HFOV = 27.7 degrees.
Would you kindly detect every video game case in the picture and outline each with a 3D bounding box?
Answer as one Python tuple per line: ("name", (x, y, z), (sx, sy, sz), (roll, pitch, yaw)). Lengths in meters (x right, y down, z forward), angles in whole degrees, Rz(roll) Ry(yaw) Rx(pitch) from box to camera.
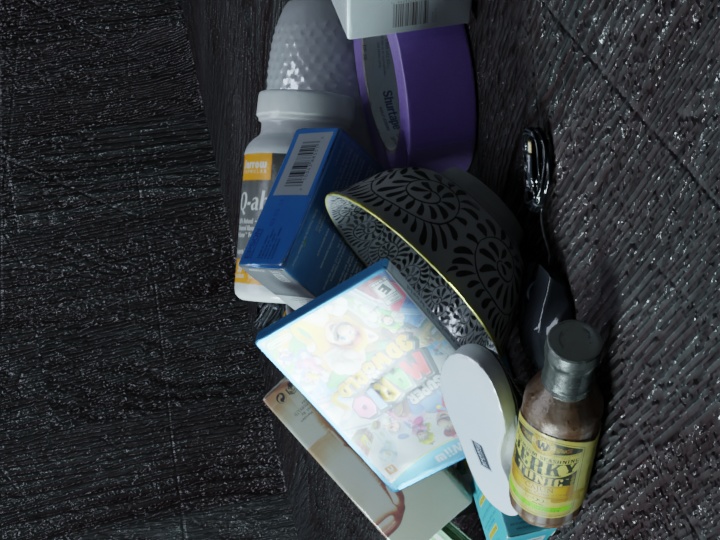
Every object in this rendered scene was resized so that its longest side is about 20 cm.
("video game case", (0.026, 0.095, 1.249), (0.200, 0.143, 0.018), (49, -153, -22))

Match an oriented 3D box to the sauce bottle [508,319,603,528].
("sauce bottle", (0.149, 0.116, 1.100), (0.201, 0.064, 0.065), (89, 166, -46))

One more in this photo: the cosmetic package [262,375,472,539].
("cosmetic package", (0.008, 0.163, 1.373), (0.200, 0.087, 0.103), (48, -178, 2))

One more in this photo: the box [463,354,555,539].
("box", (0.121, 0.155, 1.327), (0.082, 0.049, 0.201), (101, 156, -63))

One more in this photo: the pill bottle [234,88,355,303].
("pill bottle", (-0.058, -0.068, 1.399), (0.116, 0.116, 0.201), (180, 93, -79))

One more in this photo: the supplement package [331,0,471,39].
("supplement package", (0.018, -0.306, 1.258), (0.200, 0.113, 0.110), (-109, 14, -45))

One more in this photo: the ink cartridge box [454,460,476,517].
("ink cartridge box", (0.065, 0.145, 1.522), (0.146, 0.084, 0.201), (-113, 16, -50))

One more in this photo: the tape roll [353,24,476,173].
("tape roll", (0.047, -0.182, 1.354), (0.200, 0.065, 0.201), (169, 90, -79))

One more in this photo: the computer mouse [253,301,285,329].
("computer mouse", (-0.067, -0.034, 1.642), (0.139, 0.052, 0.201), (122, 162, -63))

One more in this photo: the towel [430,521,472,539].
("towel", (0.097, 0.326, 1.502), (0.152, 0.023, 0.200), (38, 150, 21))

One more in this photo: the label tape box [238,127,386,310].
("label tape box", (-0.004, -0.016, 1.329), (0.063, 0.200, 0.145), (2, 62, 43))

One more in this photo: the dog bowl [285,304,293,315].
("dog bowl", (0.000, 0.000, 1.496), (0.059, 0.200, 0.200), (36, -169, -27))

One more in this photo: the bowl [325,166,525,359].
("bowl", (0.073, -0.023, 1.205), (0.201, 0.094, 0.201), (43, 170, 9))

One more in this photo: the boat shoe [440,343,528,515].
("boat shoe", (0.121, 0.119, 1.192), (0.072, 0.068, 0.200), (29, 151, 40))

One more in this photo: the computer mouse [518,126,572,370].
("computer mouse", (0.136, -0.012, 1.132), (0.059, 0.034, 0.201), (-136, 38, -74))

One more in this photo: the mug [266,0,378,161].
("mug", (-0.029, -0.198, 1.540), (0.200, 0.147, 0.176), (-128, 34, -80))

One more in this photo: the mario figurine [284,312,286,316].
("mario figurine", (-0.020, 0.104, 1.727), (0.200, 0.106, 0.123), (28, -172, -46))
